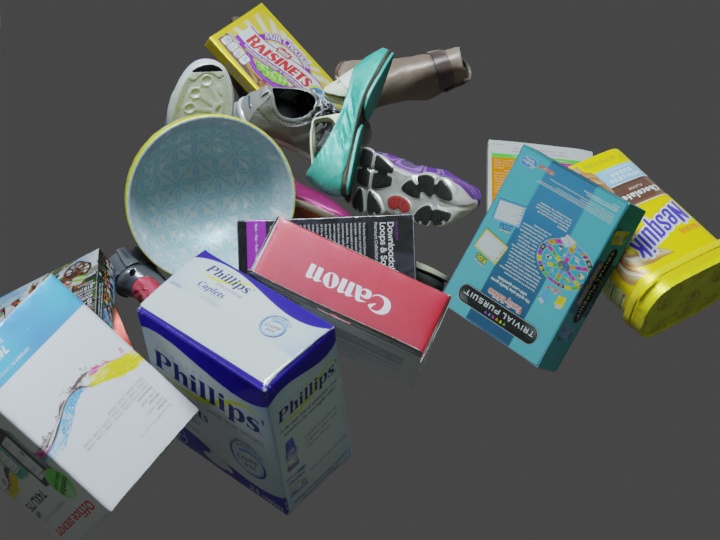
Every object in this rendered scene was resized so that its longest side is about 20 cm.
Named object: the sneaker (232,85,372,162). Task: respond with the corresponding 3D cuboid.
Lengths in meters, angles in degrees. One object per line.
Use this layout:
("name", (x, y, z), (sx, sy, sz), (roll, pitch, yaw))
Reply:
("sneaker", (-0.059, -0.184, 1.892), (0.200, 0.082, 0.075), (4, 63, -38))

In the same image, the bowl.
("bowl", (-0.185, -0.093, 1.797), (0.200, 0.201, 0.108), (-17, 19, -13))

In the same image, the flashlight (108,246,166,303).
("flashlight", (-0.230, 0.045, 1.720), (0.068, 0.068, 0.200), (-36, 49, -11))

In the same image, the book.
("book", (0.216, -0.073, 1.820), (0.133, 0.048, 0.200), (3, 44, 3))

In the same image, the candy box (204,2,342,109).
("candy box", (-0.099, -0.248, 1.981), (0.200, 0.026, 0.102), (47, 56, 4))

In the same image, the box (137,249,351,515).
("box", (-0.115, 0.113, 1.535), (0.184, 0.200, 0.105), (29, 54, 31))

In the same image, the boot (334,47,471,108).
("boot", (0.061, -0.251, 1.948), (0.146, 0.070, 0.200), (-14, 1, 15))

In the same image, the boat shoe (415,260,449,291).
("boat shoe", (0.000, 0.000, 1.753), (0.201, 0.074, 0.063), (14, 84, 5))

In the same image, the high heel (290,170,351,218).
("high heel", (-0.070, -0.106, 1.862), (0.200, 0.067, 0.096), (23, 60, 31))

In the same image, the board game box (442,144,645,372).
("board game box", (0.195, -0.014, 1.665), (0.151, 0.200, 0.047), (34, 11, 35))

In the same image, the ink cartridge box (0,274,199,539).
("ink cartridge box", (-0.293, 0.141, 1.500), (0.200, 0.147, 0.146), (42, 54, -3))

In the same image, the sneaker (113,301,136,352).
("sneaker", (-0.307, 0.093, 1.674), (0.108, 0.067, 0.201), (-18, 47, -17))

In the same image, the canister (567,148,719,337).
("canister", (0.302, -0.036, 1.710), (0.148, 0.087, 0.200), (-24, 56, -28))

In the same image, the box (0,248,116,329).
("box", (-0.361, 0.069, 1.665), (0.200, 0.038, 0.137), (-26, 35, 11))

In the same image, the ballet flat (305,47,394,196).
("ballet flat", (-0.019, -0.187, 1.834), (0.070, 0.067, 0.200), (16, 75, 6))

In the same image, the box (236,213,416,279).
("box", (-0.035, 0.013, 1.699), (0.199, 0.036, 0.143), (-2, 85, 4))

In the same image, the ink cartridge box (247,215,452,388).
("ink cartridge box", (-0.013, 0.030, 1.585), (0.200, 0.176, 0.084), (25, 75, 3))

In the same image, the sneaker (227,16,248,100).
("sneaker", (-0.131, -0.268, 2.062), (0.075, 0.071, 0.200), (0, 45, -20))

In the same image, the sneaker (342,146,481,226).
("sneaker", (0.058, -0.099, 1.859), (0.200, 0.081, 0.083), (23, 20, 33))

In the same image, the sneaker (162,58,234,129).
("sneaker", (-0.208, -0.201, 1.885), (0.080, 0.200, 0.147), (-3, 39, -14))
